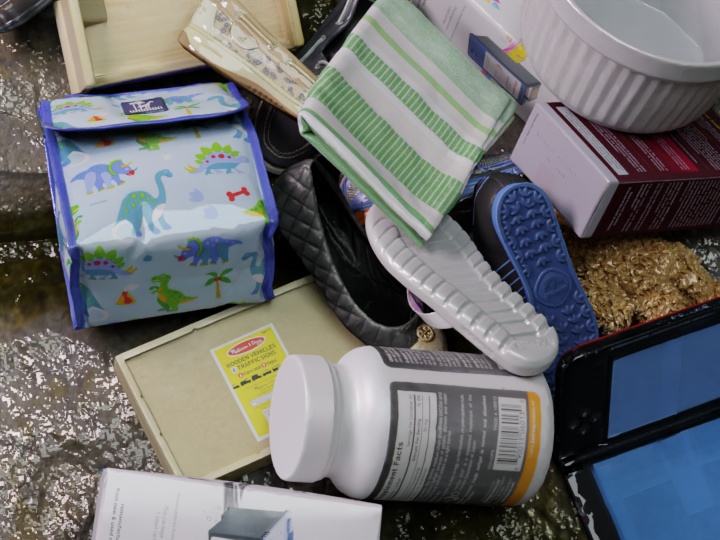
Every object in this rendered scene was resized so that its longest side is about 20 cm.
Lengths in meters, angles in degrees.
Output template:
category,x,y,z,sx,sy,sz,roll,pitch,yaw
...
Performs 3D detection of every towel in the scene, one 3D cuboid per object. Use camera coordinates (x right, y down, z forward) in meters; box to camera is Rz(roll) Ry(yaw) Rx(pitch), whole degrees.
category,x,y,z,sx,sy,sz,roll,pitch,yaw
towel,0.039,-0.126,1.584,0.152,0.023,0.200,42,45,-8

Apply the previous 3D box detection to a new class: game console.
category,x,y,z,sx,sy,sz,roll,pitch,yaw
game console,0.263,0.130,1.559,0.199,0.173,0.119,-18,43,-18

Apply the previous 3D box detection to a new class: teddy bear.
category,x,y,z,sx,sy,sz,roll,pitch,yaw
teddy bear,0.229,-0.004,1.640,0.145,0.067,0.200,-32,74,-24

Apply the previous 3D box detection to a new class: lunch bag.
category,x,y,z,sx,sy,sz,roll,pitch,yaw
lunch bag,-0.164,-0.071,1.580,0.169,0.128,0.201,-7,49,-11

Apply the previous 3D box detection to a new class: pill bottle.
category,x,y,z,sx,sy,sz,roll,pitch,yaw
pill bottle,0.038,0.118,1.506,0.199,0.116,0.117,5,64,-19

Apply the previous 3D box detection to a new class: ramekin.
category,x,y,z,sx,sy,sz,roll,pitch,yaw
ramekin,0.223,-0.204,1.599,0.199,0.105,0.201,11,50,-13

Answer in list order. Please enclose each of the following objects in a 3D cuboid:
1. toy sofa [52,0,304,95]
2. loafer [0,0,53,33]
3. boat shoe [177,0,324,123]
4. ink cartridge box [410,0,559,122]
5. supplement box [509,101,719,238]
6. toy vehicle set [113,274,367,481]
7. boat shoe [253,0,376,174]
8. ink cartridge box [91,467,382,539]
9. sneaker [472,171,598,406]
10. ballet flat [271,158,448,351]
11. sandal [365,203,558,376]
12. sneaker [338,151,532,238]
category,x,y,z,sx,sy,sz,roll,pitch,yaw
toy sofa,-0.154,-0.207,1.672,0.199,0.098,0.083,-13,92,-15
loafer,-0.275,-0.286,1.672,0.072,0.072,0.201,-3,50,34
boat shoe,-0.050,-0.157,1.601,0.199,0.073,0.063,31,90,-6
ink cartridge box,0.164,-0.220,1.720,0.145,0.088,0.200,-40,79,-24
supplement box,0.234,-0.087,1.629,0.199,0.061,0.109,-5,43,-36
toy vehicle set,-0.079,0.088,1.566,0.199,0.027,0.125,-22,71,-19
boat shoe,-0.029,-0.170,1.675,0.072,0.063,0.200,32,65,3
ink cartridge box,-0.094,0.197,1.434,0.199,0.146,0.087,7,83,-8
sneaker,0.139,0.015,1.594,0.070,0.078,0.201,-18,107,-12
ballet flat,0.000,0.000,1.569,0.200,0.057,0.066,49,50,-2
sandal,0.069,0.019,1.541,0.082,0.050,0.203,-18,52,-36
sneaker,0.071,-0.078,1.646,0.199,0.075,0.079,-14,65,-17
